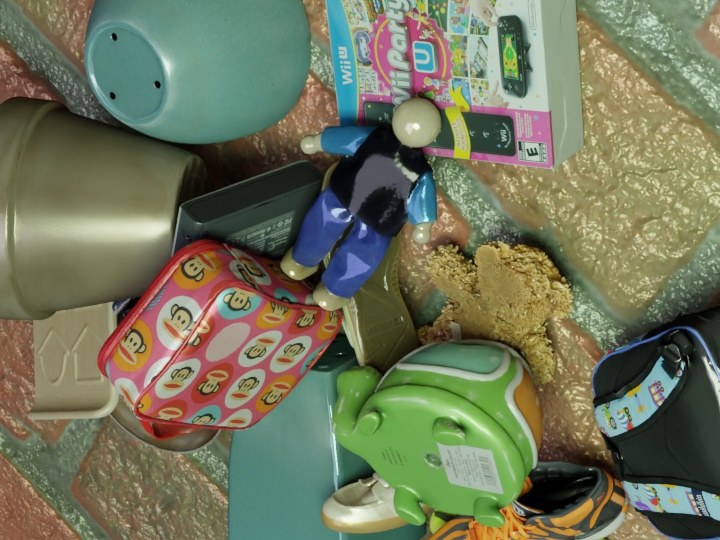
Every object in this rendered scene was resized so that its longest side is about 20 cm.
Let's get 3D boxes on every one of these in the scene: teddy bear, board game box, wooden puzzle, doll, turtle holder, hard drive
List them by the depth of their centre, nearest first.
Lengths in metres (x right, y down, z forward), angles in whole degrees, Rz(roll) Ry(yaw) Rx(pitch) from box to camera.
[{"bbox_3d":[0.075,-0.168,1.397,0.199,0.064,0.148,10,119,33],"label":"board game box"},{"bbox_3d":[0.003,-0.063,1.419,0.136,0.048,0.200,43,125,11],"label":"doll"},{"bbox_3d":[0.069,0.129,1.437,0.141,0.132,0.185,49,140,-16],"label":"turtle holder"},{"bbox_3d":[0.114,0.041,1.489,0.145,0.067,0.201,36,137,27],"label":"teddy bear"},{"bbox_3d":[-0.109,0.006,1.524,0.033,0.139,0.201,43,138,29],"label":"hard drive"},{"bbox_3d":[-0.273,0.047,1.711,0.185,0.046,0.201,-8,78,56],"label":"wooden puzzle"}]

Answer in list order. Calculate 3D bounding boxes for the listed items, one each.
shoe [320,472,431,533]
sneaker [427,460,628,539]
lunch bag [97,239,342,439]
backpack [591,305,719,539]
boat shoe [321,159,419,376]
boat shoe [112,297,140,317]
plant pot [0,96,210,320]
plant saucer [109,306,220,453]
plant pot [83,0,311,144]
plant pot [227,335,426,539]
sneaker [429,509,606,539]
[{"bbox_3d":[0.054,0.179,1.525,0.070,0.199,0.054,25,126,60],"label":"shoe"},{"bbox_3d":[0.126,0.211,1.489,0.199,0.112,0.078,-27,61,11],"label":"sneaker"},{"bbox_3d":[-0.123,0.070,1.467,0.082,0.200,0.176,44,103,29],"label":"lunch bag"},{"bbox_3d":[0.277,0.120,1.354,0.183,0.134,0.200,66,156,4],"label":"backpack"},{"bbox_3d":[0.003,0.000,1.530,0.063,0.073,0.202,-169,62,-72],"label":"boat shoe"},{"bbox_3d":[-0.140,0.009,1.608,0.200,0.093,0.075,-30,91,30],"label":"boat shoe"},{"bbox_3d":[-0.231,-0.049,1.537,0.173,0.200,0.201,5,118,12],"label":"plant pot"},{"bbox_3d":[-0.207,0.091,1.760,0.199,0.032,0.201,16,122,28],"label":"plant saucer"},{"bbox_3d":[-0.161,-0.193,1.505,0.199,0.135,0.201,16,122,28],"label":"plant pot"},{"bbox_3d":[-0.037,0.167,1.613,0.141,0.141,0.201,7,110,32],"label":"plant pot"},{"bbox_3d":[0.157,0.264,1.574,0.199,0.074,0.084,21,142,29],"label":"sneaker"}]
